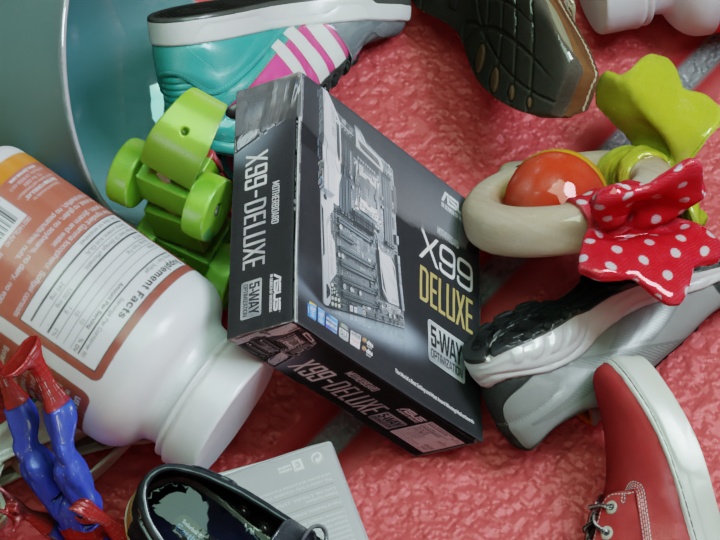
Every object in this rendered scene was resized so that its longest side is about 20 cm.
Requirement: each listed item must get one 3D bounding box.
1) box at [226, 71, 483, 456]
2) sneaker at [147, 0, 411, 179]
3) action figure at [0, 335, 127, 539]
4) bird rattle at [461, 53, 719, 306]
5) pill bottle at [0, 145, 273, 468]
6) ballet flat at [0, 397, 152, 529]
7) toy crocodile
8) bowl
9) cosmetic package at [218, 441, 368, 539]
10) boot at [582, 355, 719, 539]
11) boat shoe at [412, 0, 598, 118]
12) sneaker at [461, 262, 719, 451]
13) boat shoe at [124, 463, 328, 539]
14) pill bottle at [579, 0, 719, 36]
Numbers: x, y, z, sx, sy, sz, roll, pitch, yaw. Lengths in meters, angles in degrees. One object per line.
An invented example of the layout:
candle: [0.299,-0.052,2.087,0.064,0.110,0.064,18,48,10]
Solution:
box: [0.000,0.000,1.589,0.050,0.200,0.158,-15,59,30]
sneaker: [-0.044,-0.109,1.703,0.200,0.083,0.121,-13,105,-41]
action figure: [-0.164,0.127,1.539,0.065,0.200,0.052,-3,37,35]
bird rattle: [0.140,-0.035,1.631,0.162,0.113,0.200,-8,27,20]
pill bottle: [-0.152,0.027,1.557,0.200,0.112,0.112,35,68,8]
ballet flat: [-0.203,0.114,1.601,0.200,0.070,0.070,-26,67,-17]
toy crocodile: [-0.099,-0.034,1.597,0.067,0.200,0.062,23,65,17]
bowl: [-0.179,-0.120,1.658,0.105,0.201,0.201,-1,62,20]
cosmetic package: [-0.019,0.210,1.532,0.090,0.107,0.201,-16,64,-7]
boot: [0.132,0.157,1.565,0.144,0.072,0.201,-16,82,-6]
boat shoe: [0.099,-0.163,1.705,0.074,0.076,0.200,3,34,-31]
sneaker: [0.153,0.042,1.645,0.200,0.074,0.080,-25,106,-22]
boat shoe: [-0.044,0.168,1.461,0.200,0.062,0.075,35,69,15]
pill bottle: [0.236,-0.213,1.734,0.199,0.120,0.120,-13,65,-7]
